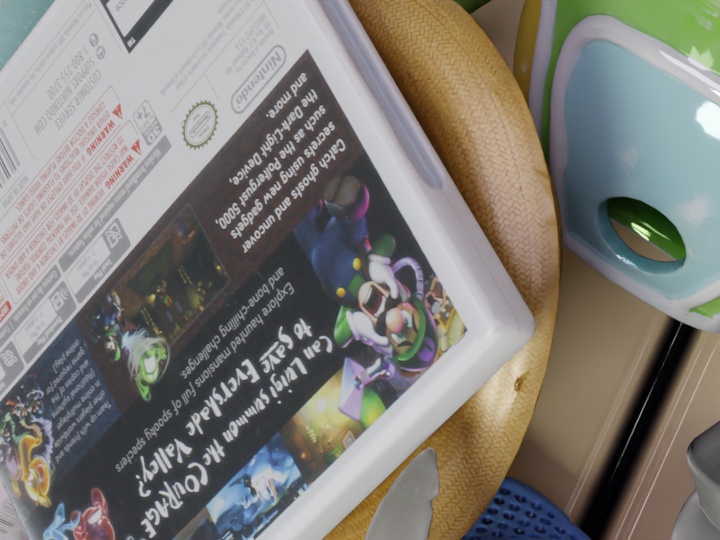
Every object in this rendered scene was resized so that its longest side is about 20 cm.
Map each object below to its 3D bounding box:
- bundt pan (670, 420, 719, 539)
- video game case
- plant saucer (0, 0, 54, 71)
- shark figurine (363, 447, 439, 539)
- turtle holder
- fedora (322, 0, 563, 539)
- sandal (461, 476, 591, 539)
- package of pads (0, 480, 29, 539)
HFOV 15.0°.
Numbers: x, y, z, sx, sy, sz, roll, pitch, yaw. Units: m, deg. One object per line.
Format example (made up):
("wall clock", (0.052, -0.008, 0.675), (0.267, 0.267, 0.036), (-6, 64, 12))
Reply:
("bundt pan", (0.155, 0.057, 0.778), (0.076, 0.202, 0.203), (26, 86, 32))
("video game case", (-0.054, 0.001, 0.806), (0.200, 0.023, 0.182), (-46, 63, 35))
("plant saucer", (-0.175, -0.102, 0.948), (0.199, 0.036, 0.201), (-21, 51, 28))
("shark figurine", (-0.033, 0.152, 0.773), (0.127, 0.215, 0.090), (-8, 42, -21))
("turtle holder", (0.100, -0.065, 0.840), (0.185, 0.141, 0.132), (25, 111, -13))
("fedora", (0.000, 0.000, 0.831), (0.200, 0.082, 0.202), (6, 99, 41))
("sandal", (0.062, 0.123, 0.811), (0.079, 0.087, 0.200), (-13, 38, -11))
("package of pads", (-0.112, 0.002, 0.930), (0.120, 0.076, 0.200), (42, 92, 22))
